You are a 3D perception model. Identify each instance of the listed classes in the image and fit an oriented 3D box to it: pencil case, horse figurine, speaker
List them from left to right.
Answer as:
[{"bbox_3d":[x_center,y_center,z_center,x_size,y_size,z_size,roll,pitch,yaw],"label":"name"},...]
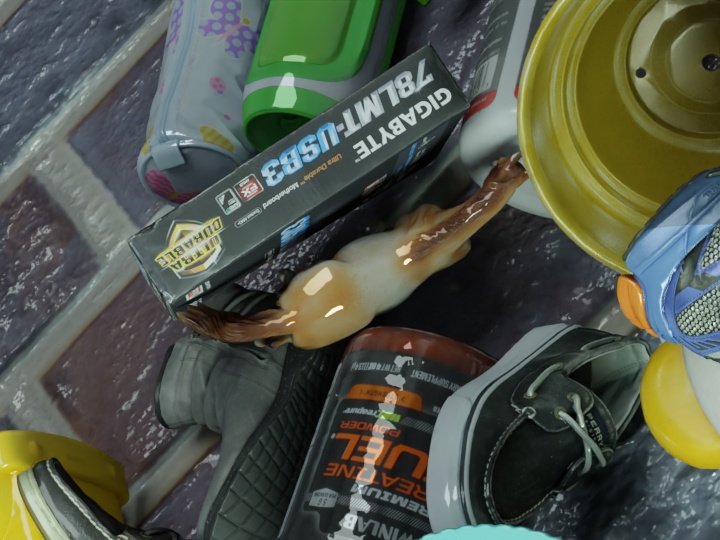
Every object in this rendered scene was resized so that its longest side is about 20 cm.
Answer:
[{"bbox_3d":[-0.099,-0.138,1.387,0.083,0.091,0.200,-3,58,15],"label":"pencil case"},{"bbox_3d":[-0.019,-0.170,1.348,0.088,0.088,0.200,-7,56,37],"label":"speaker"},{"bbox_3d":[0.000,0.000,1.135,0.200,0.050,0.133,-28,7,-11],"label":"horse figurine"}]

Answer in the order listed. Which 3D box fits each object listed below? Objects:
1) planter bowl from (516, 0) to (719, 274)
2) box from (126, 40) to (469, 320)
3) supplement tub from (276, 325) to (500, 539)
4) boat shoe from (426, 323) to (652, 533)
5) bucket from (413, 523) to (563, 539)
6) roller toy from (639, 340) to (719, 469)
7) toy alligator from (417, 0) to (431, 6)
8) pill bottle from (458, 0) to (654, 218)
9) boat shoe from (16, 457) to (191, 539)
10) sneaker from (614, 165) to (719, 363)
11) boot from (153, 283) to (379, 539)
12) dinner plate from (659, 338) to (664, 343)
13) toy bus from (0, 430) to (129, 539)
[{"bbox_3d":[0.182,-0.095,1.044,0.200,0.200,0.083,-30,19,21],"label":"planter bowl"},{"bbox_3d":[-0.039,-0.045,1.178,0.198,0.050,0.200,-34,-2,-6],"label":"box"},{"bbox_3d":[0.013,0.138,1.083,0.107,0.107,0.200,-1,61,40],"label":"supplement tub"},{"bbox_3d":[0.095,0.077,1.031,0.071,0.072,0.200,-9,23,30],"label":"boat shoe"},{"bbox_3d":[0.072,0.218,0.920,0.207,0.135,0.207,-10,64,22],"label":"bucket"},{"bbox_3d":[0.243,0.028,0.919,0.200,0.140,0.183,18,79,34],"label":"roller toy"},{"bbox_3d":[0.105,-0.249,1.328,0.200,0.059,0.054,-48,2,2],"label":"toy alligator"},{"bbox_3d":[0.132,-0.139,1.175,0.116,0.116,0.200,-6,57,37],"label":"pill bottle"},{"bbox_3d":[-0.111,0.176,1.135,0.065,0.073,0.200,-41,85,-2],"label":"boat shoe"},{"bbox_3d":[0.200,-0.037,0.858,0.200,0.075,0.078,-52,53,7],"label":"sneaker"},{"bbox_3d":[-0.076,0.093,1.227,0.132,0.070,0.200,-3,47,40],"label":"boot"},{"bbox_3d":[0.242,-0.018,1.064,0.200,0.024,0.200,-22,48,28],"label":"dinner plate"},{"bbox_3d":[-0.225,0.220,1.223,0.200,0.136,0.192,-32,61,21],"label":"toy bus"}]
